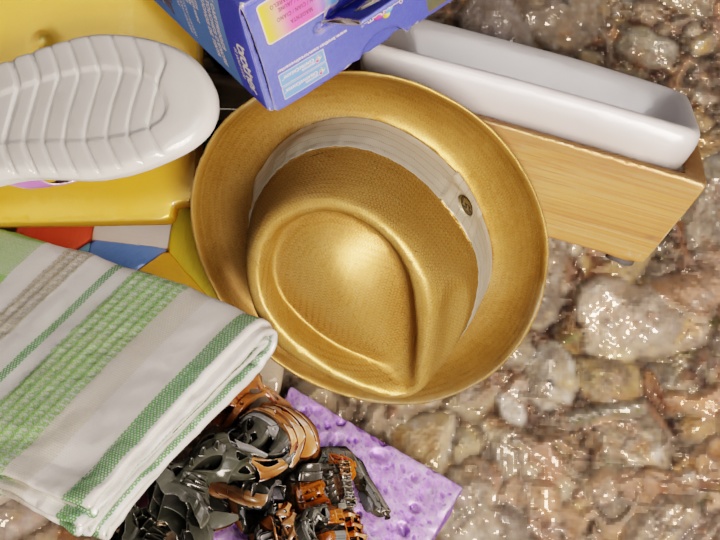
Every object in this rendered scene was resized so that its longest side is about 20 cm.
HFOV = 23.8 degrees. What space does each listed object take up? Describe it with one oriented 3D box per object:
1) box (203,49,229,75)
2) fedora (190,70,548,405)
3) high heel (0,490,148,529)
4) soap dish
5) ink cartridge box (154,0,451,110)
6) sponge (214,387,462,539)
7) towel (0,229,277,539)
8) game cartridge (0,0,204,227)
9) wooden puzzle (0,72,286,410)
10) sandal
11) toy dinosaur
[{"bbox_3d":[0.003,-0.195,0.991,0.036,0.143,0.200,47,72,-18],"label":"box"},{"bbox_3d":[0.000,0.000,0.873,0.199,0.201,0.082,13,31,2],"label":"fedora"},{"bbox_3d":[-0.203,0.087,0.889,0.199,0.067,0.097,5,71,-29],"label":"high heel"},{"bbox_3d":[0.086,-0.075,0.946,0.199,0.157,0.082,17,107,3],"label":"soap dish"},{"bbox_3d":[-0.033,-0.171,0.863,0.136,0.077,0.200,-34,53,-15],"label":"ink cartridge box"},{"bbox_3d":[-0.043,0.171,0.909,0.111,0.030,0.200,31,71,9],"label":"sponge"},{"bbox_3d":[-0.158,0.051,0.859,0.199,0.031,0.149,17,47,33],"label":"towel"},{"bbox_3d":[-0.175,-0.124,0.953,0.175,0.032,0.201,0,86,0],"label":"game cartridge"},{"bbox_3d":[-0.126,-0.026,0.975,0.184,0.037,0.201,7,69,-1],"label":"wooden puzzle"},{"bbox_3d":[-0.169,-0.075,0.913,0.201,0.050,0.083,-8,70,12],"label":"sandal"},{"bbox_3d":[-0.060,0.112,0.879,0.135,0.103,0.200,-23,50,-37],"label":"toy dinosaur"}]
